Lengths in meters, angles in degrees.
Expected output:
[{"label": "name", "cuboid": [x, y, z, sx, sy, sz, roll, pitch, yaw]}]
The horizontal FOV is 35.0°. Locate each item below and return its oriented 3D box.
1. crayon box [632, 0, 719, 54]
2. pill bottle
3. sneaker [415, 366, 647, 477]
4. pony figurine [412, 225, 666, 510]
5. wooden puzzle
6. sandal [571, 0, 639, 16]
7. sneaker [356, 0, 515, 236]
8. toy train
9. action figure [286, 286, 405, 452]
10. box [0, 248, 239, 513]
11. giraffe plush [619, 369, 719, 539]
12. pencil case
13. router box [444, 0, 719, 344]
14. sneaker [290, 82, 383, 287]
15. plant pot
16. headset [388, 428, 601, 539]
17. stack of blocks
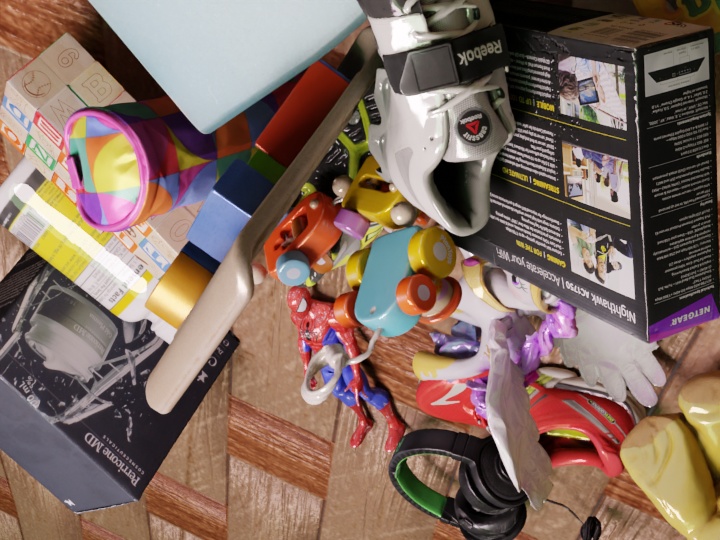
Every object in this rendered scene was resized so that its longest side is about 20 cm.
[{"label": "crayon box", "cuboid": [0.172, -0.192, 0.543, 0.127, 0.051, 0.200, -25, 119, 22]}, {"label": "pill bottle", "cuboid": [-0.200, -0.029, 0.965, 0.200, 0.114, 0.114, 40, 142, -11]}, {"label": "sneaker", "cuboid": [0.128, 0.119, 0.929, 0.199, 0.085, 0.077, 7, 136, 29]}, {"label": "pony figurine", "cuboid": [0.107, 0.048, 0.832, 0.200, 0.166, 0.193, 4, 130, 53]}, {"label": "wooden puzzle", "cuboid": [-0.065, -0.034, 0.665, 0.046, 0.200, 0.185, 32, 144, -7]}, {"label": "sandal", "cuboid": [0.154, -0.135, 0.652, 0.079, 0.059, 0.207, 2, 120, 9]}, {"label": "sneaker", "cuboid": [0.047, -0.103, 0.574, 0.089, 0.074, 0.200, 54, 162, 41]}, {"label": "toy train", "cuboid": [0.000, 0.000, 0.731, 0.056, 0.200, 0.150, 33, 110, -31]}, {"label": "action figure", "cuboid": [-0.020, 0.089, 1.031, 0.065, 0.052, 0.200, 5, 134, 38]}, {"label": "box", "cuboid": [-0.254, 0.082, 1.060, 0.124, 0.197, 0.200, -19, 121, 46]}, {"label": "giraffe plush", "cuboid": [0.301, 0.180, 0.843, 0.172, 0.201, 0.162, -11, 161, 27]}, {"label": "pencil case", "cuboid": [-0.107, -0.086, 0.771, 0.088, 0.200, 0.089, 11, 111, 32]}, {"label": "router box", "cuboid": [0.106, -0.065, 0.620, 0.200, 0.051, 0.150, 33, 136, 58]}, {"label": "sneaker", "cuboid": [0.004, -0.071, 0.818, 0.075, 0.076, 0.200, 51, 128, 8]}, {"label": "plant pot", "cuboid": [-0.038, -0.201, 0.643, 0.200, 0.141, 0.141, -20, 120, 37]}, {"label": "headset", "cuboid": [0.118, 0.213, 1.034, 0.199, 0.094, 0.124, 15, 141, 11]}, {"label": "stack of blocks", "cuboid": [-0.175, -0.068, 0.855, 0.200, 0.059, 0.115, 46, 158, -7]}]
